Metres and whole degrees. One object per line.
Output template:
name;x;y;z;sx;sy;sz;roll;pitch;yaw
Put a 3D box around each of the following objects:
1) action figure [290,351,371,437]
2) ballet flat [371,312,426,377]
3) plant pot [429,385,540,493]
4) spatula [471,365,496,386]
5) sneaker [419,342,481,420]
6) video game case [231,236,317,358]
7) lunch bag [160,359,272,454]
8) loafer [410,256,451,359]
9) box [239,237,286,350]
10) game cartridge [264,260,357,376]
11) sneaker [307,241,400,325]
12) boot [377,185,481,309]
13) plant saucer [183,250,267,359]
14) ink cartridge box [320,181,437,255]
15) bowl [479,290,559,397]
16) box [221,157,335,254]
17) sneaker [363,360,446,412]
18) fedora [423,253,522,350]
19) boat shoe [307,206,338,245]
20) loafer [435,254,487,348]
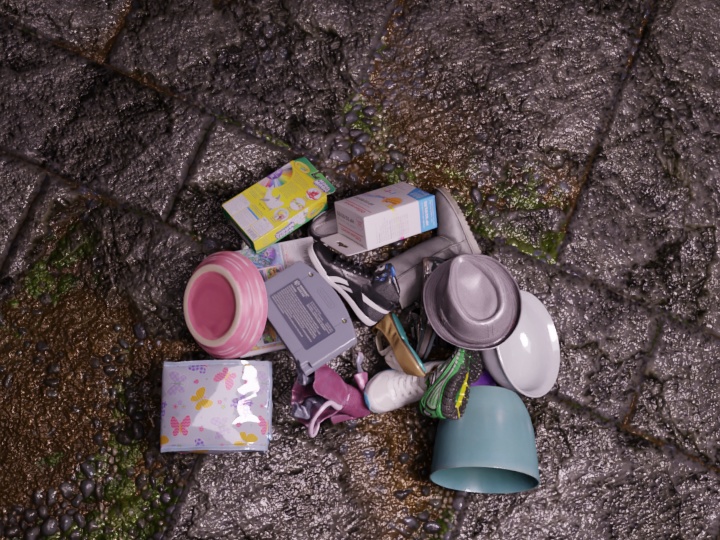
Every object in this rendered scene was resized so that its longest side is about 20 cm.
action figure;-0.029;0.231;1.657;0.199;0.149;0.135;19;104;-36
ballet flat;0.069;0.151;1.677;0.063;0.200;0.069;-33;118;3
plant pot;0.230;0.307;1.650;0.198;0.201;0.162;7;65;-3
spatula;0.233;0.160;1.755;0.056;0.021;0.202;-2;77;-9
sneaker;0.161;0.186;1.627;0.200;0.085;0.079;-55;129;-45
video game case;-0.160;0.050;1.706;0.180;0.024;0.202;-11;82;-6
lunch bag;-0.260;0.253;1.656;0.198;0.127;0.171;-3;79;5
loafer;0.124;0.069;1.724;0.062;0.072;0.202;14;99;-6
box;-0.179;0.047;1.736;0.135;0.040;0.202;10;80;-3
game cartridge;-0.097;0.082;1.641;0.132;0.042;0.200;-29;62;-15
sneaker;0.000;0.000;1.697;0.112;0.073;0.200;-36;106;22
boot;0.121;-0.047;1.765;0.199;0.073;0.183;-27;84;-2
plant saucer;-0.261;0.064;1.666;0.199;0.051;0.203;-1;89;35
ink cartridge box;0.030;-0.099;1.685;0.199;0.115;0.068;-20;117;-26
bowl;0.287;0.145;1.709;0.200;0.090;0.203;15;67;-40
box;-0.155;-0.131;1.736;0.199;0.049;0.117;-35;63;-16
sneaker;0.097;0.210;1.679;0.198;0.081;0.077;-16;85;-28
fedora;0.200;0.041;1.604;0.175;0.090;0.202;-14;63;0
boat shoe;-0.012;-0.110;1.763;0.198;0.060;0.074;-22;80;-8
loafer;0.213;0.065;1.733;0.063;0.072;0.201;25;83;35
